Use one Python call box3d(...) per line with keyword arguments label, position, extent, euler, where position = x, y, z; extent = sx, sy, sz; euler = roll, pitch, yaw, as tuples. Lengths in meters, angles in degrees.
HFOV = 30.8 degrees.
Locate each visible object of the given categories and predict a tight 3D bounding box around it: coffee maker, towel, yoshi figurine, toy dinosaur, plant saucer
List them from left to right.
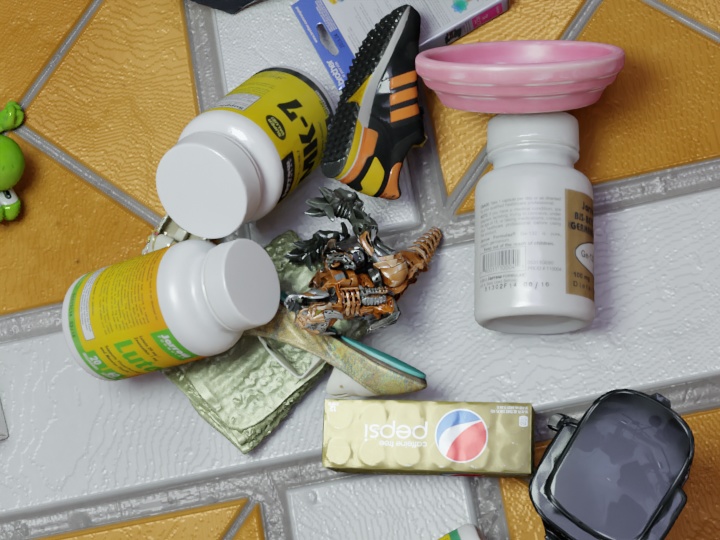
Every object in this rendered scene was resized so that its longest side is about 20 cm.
box3d(label="yoshi figurine", position=(-0.414, -0.148, 1.391), extent=(0.112, 0.112, 0.200), euler=(-33, 76, -5))
box3d(label="towel", position=(-0.097, 0.069, 1.316), extent=(0.200, 0.036, 0.148), euler=(-46, 73, -1))
box3d(label="toy dinosaur", position=(0.000, 0.000, 1.259), extent=(0.136, 0.200, 0.102), euler=(47, 117, 21))
box3d(label="plant saucer", position=(0.153, -0.187, 1.260), extent=(0.200, 0.201, 0.051), euler=(0, 106, 11))
box3d(label="coffee maker", position=(0.217, 0.209, 1.139), extent=(0.134, 0.200, 0.193), euler=(7, 79, 13))

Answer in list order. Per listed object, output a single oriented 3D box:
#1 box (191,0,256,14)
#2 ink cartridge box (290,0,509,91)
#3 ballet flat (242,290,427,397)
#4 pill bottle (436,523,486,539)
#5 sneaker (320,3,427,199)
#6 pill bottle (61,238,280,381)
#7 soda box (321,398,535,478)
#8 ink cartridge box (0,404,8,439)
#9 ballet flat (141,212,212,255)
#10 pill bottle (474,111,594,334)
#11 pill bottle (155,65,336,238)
box3d(label="box", position=(-0.116, -0.401, 1.342), extent=(0.196, 0.124, 0.201), euler=(-19, 70, 43))
box3d(label="ink cartridge box", position=(0.040, -0.276, 1.368), extent=(0.200, 0.042, 0.120), euler=(-29, 74, 0))
box3d(label="ballet flat", position=(-0.030, 0.083, 1.248), extent=(0.200, 0.071, 0.071), euler=(29, 84, 20))
box3d(label="pill bottle", position=(0.044, 0.326, 1.191), extent=(0.200, 0.113, 0.113), euler=(-31, 74, 3))
box3d(label="sneaker", position=(0.032, -0.164, 1.304), extent=(0.090, 0.070, 0.201), euler=(28, 71, -24))
box3d(label="pill bottle", position=(-0.178, 0.034, 1.245), extent=(0.200, 0.111, 0.111), euler=(-16, 73, 33))
box3d(label="soda box", position=(0.066, 0.161, 1.249), extent=(0.199, 0.064, 0.068), euler=(0, 78, 11))
box3d(label="ink cartridge box", position=(-0.485, 0.134, 1.349), extent=(0.199, 0.083, 0.147), euler=(-20, 75, 5))
box3d(label="ballet flat", position=(-0.185, -0.043, 1.344), extent=(0.075, 0.064, 0.200), euler=(20, 82, 16))
box3d(label="pill bottle", position=(0.166, -0.046, 1.252), extent=(0.114, 0.114, 0.201), euler=(-1, 77, 10))
box3d(label="pill bottle", position=(-0.108, -0.115, 1.266), extent=(0.114, 0.200, 0.115), euler=(11, 121, 19))
